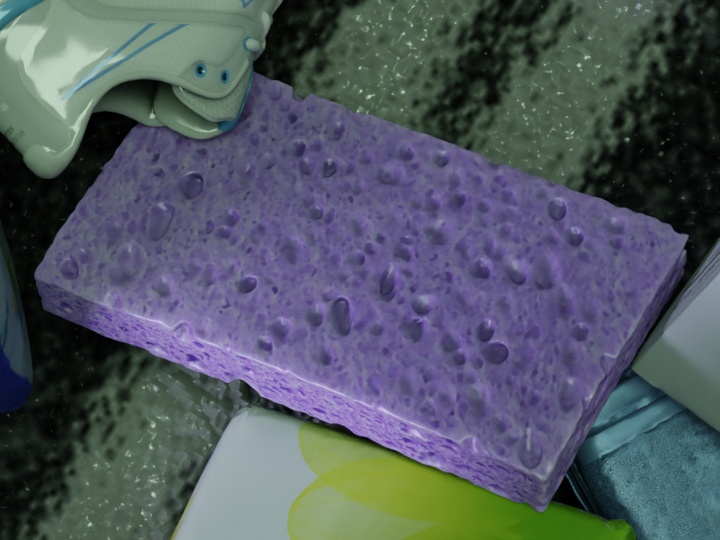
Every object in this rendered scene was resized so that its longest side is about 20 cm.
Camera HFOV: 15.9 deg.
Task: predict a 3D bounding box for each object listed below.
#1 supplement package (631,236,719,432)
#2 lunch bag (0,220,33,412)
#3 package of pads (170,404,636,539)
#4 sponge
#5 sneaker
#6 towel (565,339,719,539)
[{"bbox_3d":[0.202,-0.023,0.881,0.114,0.110,0.200,36,64,3],"label":"supplement package"},{"bbox_3d":[-0.190,-0.035,0.864,0.200,0.170,0.127,44,83,7],"label":"lunch bag"},{"bbox_3d":[-0.011,0.156,0.861,0.154,0.068,0.200,18,68,21],"label":"package of pads"},{"bbox_3d":[0.000,0.000,0.893,0.200,0.030,0.112,21,59,18],"label":"sponge"},{"bbox_3d":[-0.055,-0.095,0.916,0.200,0.075,0.087,-32,86,-23],"label":"sneaker"},{"bbox_3d":[0.156,0.109,0.918,0.112,0.049,0.200,-28,82,-10],"label":"towel"}]
